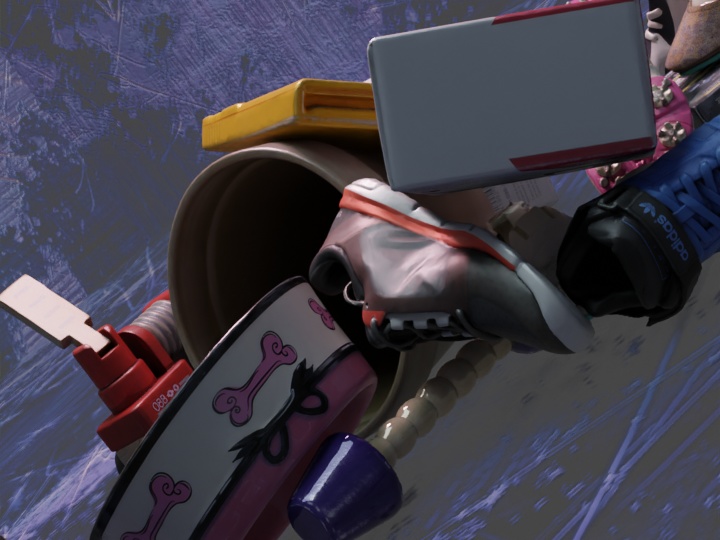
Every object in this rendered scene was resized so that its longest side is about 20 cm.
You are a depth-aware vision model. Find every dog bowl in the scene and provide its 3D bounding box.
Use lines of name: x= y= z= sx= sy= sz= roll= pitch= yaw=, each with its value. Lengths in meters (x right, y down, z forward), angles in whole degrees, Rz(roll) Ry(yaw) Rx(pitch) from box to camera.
dog bowl: x=-0.065 y=0.105 z=1.104 sx=0.201 sy=0.074 sz=0.200 roll=-52 pitch=-9 yaw=-11

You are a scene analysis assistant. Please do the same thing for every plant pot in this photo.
plant pot: x=0.000 y=0.000 z=1.285 sx=0.199 sy=0.201 sz=0.173 roll=-31 pitch=-5 yaw=40

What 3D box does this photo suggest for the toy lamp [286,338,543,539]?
toy lamp: x=0.035 y=0.080 z=1.077 sx=0.200 sy=0.058 sz=0.058 roll=-41 pitch=9 yaw=-31

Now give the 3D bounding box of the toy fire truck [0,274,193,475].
toy fire truck: x=-0.183 y=0.058 z=1.608 sx=0.128 sy=0.201 sz=0.176 roll=-29 pitch=12 yaw=43

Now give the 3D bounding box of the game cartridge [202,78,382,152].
game cartridge: x=0.005 y=-0.097 z=1.291 sx=0.175 sy=0.033 sz=0.200 roll=2 pitch=-1 yaw=-22

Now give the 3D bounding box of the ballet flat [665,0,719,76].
ballet flat: x=0.266 y=-0.202 z=1.245 sx=0.199 sy=0.067 sz=0.068 roll=-32 pitch=14 yaw=25

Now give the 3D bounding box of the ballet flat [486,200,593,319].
ballet flat: x=0.111 y=-0.009 z=1.196 sx=0.072 sy=0.072 sz=0.200 roll=-38 pitch=8 yaw=-4

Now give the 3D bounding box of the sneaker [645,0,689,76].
sneaker: x=0.226 y=-0.188 z=1.444 sx=0.198 sy=0.130 sz=0.080 roll=-32 pitch=9 yaw=36

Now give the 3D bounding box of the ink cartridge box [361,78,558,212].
ink cartridge box: x=0.028 y=-0.072 z=1.462 sx=0.199 sy=0.146 sz=0.083 roll=-29 pitch=13 yaw=-24

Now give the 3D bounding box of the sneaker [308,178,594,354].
sneaker: x=0.045 y=0.019 z=1.070 sx=0.199 sy=0.077 sz=0.082 roll=27 pitch=79 yaw=49

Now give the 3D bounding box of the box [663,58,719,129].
box: x=0.283 y=-0.153 z=1.298 sx=0.199 sy=0.049 sz=0.161 roll=-39 pitch=7 yaw=-5

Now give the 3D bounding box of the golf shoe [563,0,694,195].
golf shoe: x=0.175 y=-0.090 z=1.245 sx=0.075 sy=0.092 sz=0.201 roll=-18 pitch=48 yaw=9

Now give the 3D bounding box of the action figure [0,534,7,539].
action figure: x=-0.225 y=0.223 z=1.254 sx=0.199 sy=0.102 sz=0.119 roll=-35 pitch=20 yaw=10

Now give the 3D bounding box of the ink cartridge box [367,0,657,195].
ink cartridge box: x=0.092 y=-0.093 z=1.089 sx=0.144 sy=0.084 sz=0.200 roll=-10 pitch=0 yaw=9

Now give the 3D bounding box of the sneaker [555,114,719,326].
sneaker: x=0.180 y=-0.034 z=0.998 sx=0.199 sy=0.077 sz=0.111 roll=-29 pitch=11 yaw=48
